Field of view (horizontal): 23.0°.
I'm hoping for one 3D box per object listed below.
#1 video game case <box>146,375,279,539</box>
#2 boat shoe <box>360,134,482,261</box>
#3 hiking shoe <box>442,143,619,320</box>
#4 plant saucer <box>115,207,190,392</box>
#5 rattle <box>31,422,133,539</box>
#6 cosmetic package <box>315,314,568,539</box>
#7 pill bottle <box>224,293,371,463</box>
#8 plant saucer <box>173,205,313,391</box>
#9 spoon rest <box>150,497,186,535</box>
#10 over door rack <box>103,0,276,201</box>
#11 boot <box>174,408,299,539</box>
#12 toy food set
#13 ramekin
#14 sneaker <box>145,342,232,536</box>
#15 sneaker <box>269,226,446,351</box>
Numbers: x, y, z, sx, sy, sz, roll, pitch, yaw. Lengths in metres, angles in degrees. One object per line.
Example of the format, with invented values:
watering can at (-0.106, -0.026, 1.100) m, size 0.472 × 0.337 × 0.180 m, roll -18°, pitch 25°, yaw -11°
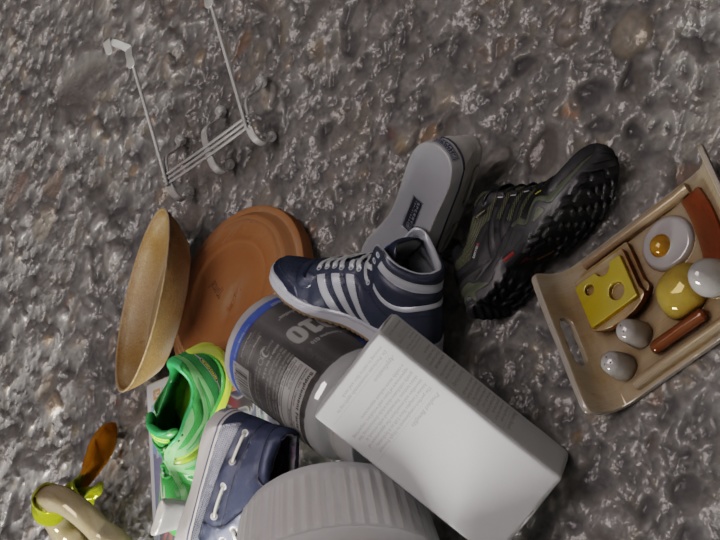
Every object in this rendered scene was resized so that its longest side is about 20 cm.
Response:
video game case at (-0.152, 0.188, 1.830) m, size 0.181 × 0.023 × 0.202 m, roll -24°, pitch 62°, yaw 37°
boat shoe at (0.059, -0.047, 1.668) m, size 0.072 × 0.065 × 0.201 m, roll 41°, pitch 130°, yaw 28°
hiking shoe at (0.145, -0.053, 1.582) m, size 0.200 × 0.075 × 0.101 m, roll -48°, pitch 53°, yaw 23°
plant saucer at (-0.218, 0.035, 1.889) m, size 0.200 × 0.035 × 0.202 m, roll -166°, pitch 90°, yaw -73°
rattle at (-0.243, 0.267, 1.878) m, size 0.199 × 0.142 × 0.131 m, roll 18°, pitch 126°, yaw 37°
cosmetic package at (0.071, 0.141, 1.523) m, size 0.200 × 0.074 × 0.102 m, roll 39°, pitch 108°, yaw 0°
pill bottle at (-0.031, 0.109, 1.673) m, size 0.199 × 0.113 × 0.115 m, roll 32°, pitch 99°, yaw 44°
plant saucer at (-0.129, 0.026, 1.833) m, size 0.199 × 0.032 × 0.202 m, roll -25°, pitch 52°, yaw 37°
spoon rest at (-0.108, 0.277, 1.724) m, size 0.199 × 0.060 × 0.100 m, roll 26°, pitch 106°, yaw 24°
over door rack at (-0.180, -0.198, 1.935) m, size 0.147 × 0.066 × 0.202 m, roll -31°, pitch 78°, yaw 33°
boot at (-0.115, 0.234, 1.646) m, size 0.090 × 0.072 × 0.202 m, roll 11°, pitch 93°, yaw 39°
toy food set at (0.240, 0.009, 1.482) m, size 0.200 × 0.060 × 0.144 m, roll -39°, pitch 54°, yaw 28°
ramekin at (-0.020, 0.250, 1.570) m, size 0.202 × 0.202 × 0.095 m, roll -34°, pitch 45°, yaw 32°
sneaker at (-0.184, 0.170, 1.778) m, size 0.074 × 0.083 × 0.202 m, roll 20°, pitch 106°, yaw 43°
sneaker at (0.000, 0.000, 1.645) m, size 0.199 × 0.070 × 0.109 m, roll 26°, pitch 126°, yaw 31°
